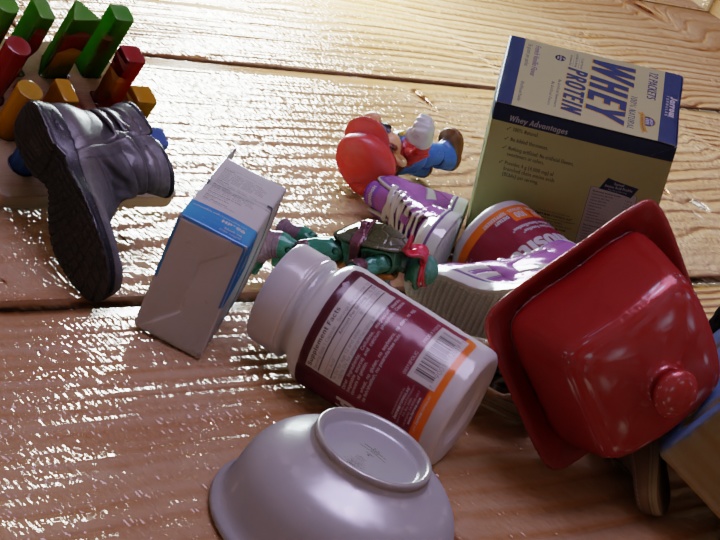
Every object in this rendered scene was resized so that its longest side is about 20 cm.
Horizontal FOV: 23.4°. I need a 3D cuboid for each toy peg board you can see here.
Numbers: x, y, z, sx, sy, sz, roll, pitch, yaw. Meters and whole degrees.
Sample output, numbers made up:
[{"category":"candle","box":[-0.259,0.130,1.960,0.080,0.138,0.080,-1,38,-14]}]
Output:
[{"category":"toy peg board","box":[-0.276,-0.167,1.642,0.199,0.098,0.200,-3,54,-43]}]

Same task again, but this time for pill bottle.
[{"category":"pill bottle","box":[0.193,0.026,1.778,0.112,0.114,0.200,0,33,-45]},{"category":"pill bottle","box":[0.008,0.069,1.495,0.199,0.115,0.114,32,24,15]}]

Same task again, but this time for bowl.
[{"category":"bowl","box":[-0.007,0.167,1.304,0.199,0.091,0.202,22,23,-9]}]

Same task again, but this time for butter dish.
[{"category":"butter dish","box":[0.236,0.079,1.499,0.148,0.199,0.201,40,-20,56]}]

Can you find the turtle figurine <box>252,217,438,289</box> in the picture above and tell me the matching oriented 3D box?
[{"category":"turtle figurine","box":[0.000,0.000,1.639,0.198,0.102,0.150,16,-5,17]}]

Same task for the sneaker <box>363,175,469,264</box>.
[{"category":"sneaker","box":[0.050,-0.052,1.862,0.113,0.073,0.201,23,12,2]}]

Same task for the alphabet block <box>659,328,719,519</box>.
[{"category":"alphabet block","box":[0.409,0.143,1.578,0.200,0.196,0.196,46,24,-7]}]

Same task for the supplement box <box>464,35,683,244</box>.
[{"category":"supplement box","box":[0.229,-0.116,1.880,0.198,0.201,0.135,14,40,3]}]

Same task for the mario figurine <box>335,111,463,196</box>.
[{"category":"mario figurine","box":[0.040,-0.152,1.995,0.106,0.124,0.199,48,25,19]}]

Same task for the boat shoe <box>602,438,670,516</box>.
[{"category":"boat shoe","box":[0.252,0.158,1.633,0.064,0.072,0.201,-9,32,8]}]

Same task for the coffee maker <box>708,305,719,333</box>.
[{"category":"coffee maker","box":[0.448,0.138,1.775,0.198,0.136,0.193,20,24,-12]}]

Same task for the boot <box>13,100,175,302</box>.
[{"category":"boot","box":[-0.214,-0.069,1.535,0.131,0.070,0.202,-3,64,-44]}]

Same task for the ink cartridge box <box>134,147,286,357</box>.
[{"category":"ink cartridge box","box":[-0.126,-0.022,1.545,0.067,0.117,0.200,26,24,0]}]

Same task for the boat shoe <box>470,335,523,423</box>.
[{"category":"boat shoe","box":[0.143,0.100,1.592,0.198,0.073,0.076,11,-11,-29]}]

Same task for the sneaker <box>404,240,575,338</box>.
[{"category":"sneaker","box":[0.146,0.014,1.694,0.199,0.073,0.114,8,35,38]}]
